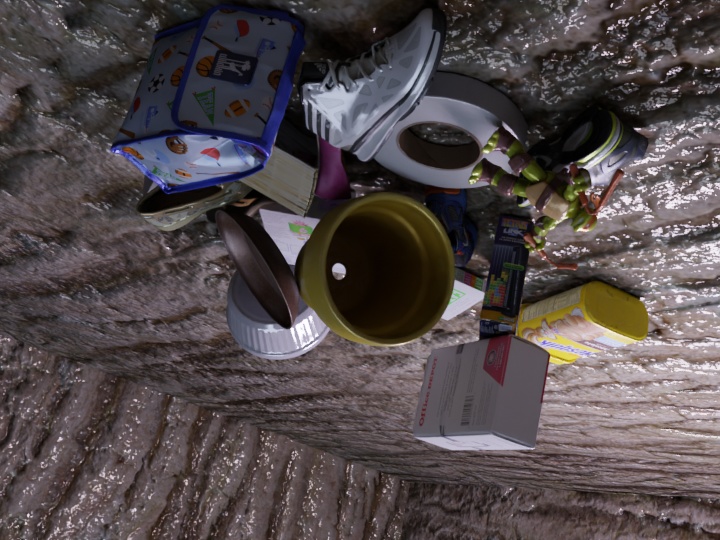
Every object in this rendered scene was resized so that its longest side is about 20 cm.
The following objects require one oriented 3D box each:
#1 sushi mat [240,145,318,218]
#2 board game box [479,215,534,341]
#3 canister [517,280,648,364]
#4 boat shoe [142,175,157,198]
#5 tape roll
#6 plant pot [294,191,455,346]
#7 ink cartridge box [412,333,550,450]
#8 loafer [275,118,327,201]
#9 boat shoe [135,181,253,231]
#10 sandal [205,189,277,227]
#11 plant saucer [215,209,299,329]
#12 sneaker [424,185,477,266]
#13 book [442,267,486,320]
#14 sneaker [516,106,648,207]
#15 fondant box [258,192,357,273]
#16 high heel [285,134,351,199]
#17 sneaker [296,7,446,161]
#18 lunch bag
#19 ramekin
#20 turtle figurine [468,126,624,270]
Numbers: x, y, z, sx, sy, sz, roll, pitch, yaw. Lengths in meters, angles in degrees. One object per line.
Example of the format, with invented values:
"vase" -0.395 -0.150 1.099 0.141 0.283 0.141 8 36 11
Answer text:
"sushi mat" -0.145 -0.143 1.011 0.199 0.012 0.096 30 141 9
"board game box" 0.220 0.036 1.202 0.056 0.166 0.200 9 158 11
"canister" 0.373 0.092 1.361 0.148 0.087 0.200 21 155 -20
"boat shoe" -0.256 -0.152 1.167 0.092 0.075 0.200 8 164 -26
"tape roll" 0.100 -0.165 0.961 0.202 0.037 0.203 12 158 5
"plant pot" 0.000 0.000 1.095 0.200 0.202 0.189 23 170 -23
"ink cartridge box" 0.175 0.185 1.171 0.083 0.147 0.200 23 158 -23
"loafer" -0.109 -0.159 1.047 0.199 0.070 0.070 25 156 -26
"boat shoe" -0.214 -0.120 1.086 0.200 0.073 0.063 -33 166 6
"sandal" -0.165 -0.121 1.157 0.199 0.081 0.054 -15 156 39
"plant saucer" -0.143 -0.008 1.145 0.200 0.037 0.201 48 159 26
"sneaker" 0.125 -0.051 1.163 0.075 0.079 0.200 5 156 21
"book" 0.108 0.014 1.384 0.199 0.048 0.134 23 152 -18
"sneaker" 0.256 -0.119 0.941 0.081 0.074 0.200 18 159 -19
"fondant box" -0.077 -0.066 1.268 0.144 0.059 0.200 10 159 5
"high heel" -0.016 -0.163 0.976 0.096 0.068 0.200 17 146 -20
"sneaker" 0.000 -0.202 0.821 0.115 0.076 0.201 19 138 -20
"lunch bag" -0.159 -0.191 0.871 0.199 0.171 0.124 -2 155 36
"ramekin" -0.149 0.052 1.427 0.201 0.203 0.094 9 147 9
"turtle figurine" 0.207 -0.093 0.876 0.161 0.064 0.200 37 157 11
